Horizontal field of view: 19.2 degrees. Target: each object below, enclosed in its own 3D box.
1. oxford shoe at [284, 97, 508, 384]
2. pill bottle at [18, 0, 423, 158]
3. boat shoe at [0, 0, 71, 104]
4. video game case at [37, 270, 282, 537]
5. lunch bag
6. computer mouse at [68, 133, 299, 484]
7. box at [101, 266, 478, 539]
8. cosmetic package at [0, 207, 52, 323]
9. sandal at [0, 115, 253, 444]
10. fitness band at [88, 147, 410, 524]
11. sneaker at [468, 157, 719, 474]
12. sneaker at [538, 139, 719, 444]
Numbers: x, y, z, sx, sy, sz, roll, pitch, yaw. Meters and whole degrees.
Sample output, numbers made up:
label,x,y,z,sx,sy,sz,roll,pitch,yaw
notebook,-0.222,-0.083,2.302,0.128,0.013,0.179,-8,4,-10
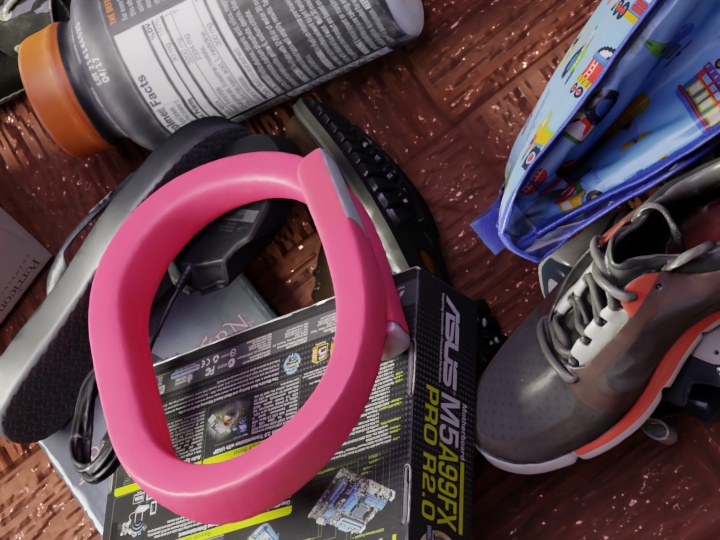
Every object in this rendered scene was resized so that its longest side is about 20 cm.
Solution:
label,x,y,z,sx,sy,sz,roll,pitch,yaw
oxford shoe,0.000,0.000,1.052,0.084,0.073,0.200,-37,60,18
pill bottle,-0.076,-0.129,1.106,0.200,0.106,0.106,-23,65,15
boat shoe,-0.178,-0.140,1.174,0.200,0.071,0.064,-48,60,1
video game case,-0.074,0.094,1.082,0.143,0.019,0.200,-42,63,6
lunch bag,0.123,-0.083,0.961,0.200,0.151,0.094,-43,97,12
computer mouse,-0.082,0.019,1.033,0.059,0.034,0.200,10,63,43
box,-0.037,0.102,0.979,0.200,0.044,0.161,-21,54,37
cosmetic package,-0.264,-0.017,1.097,0.085,0.200,0.108,37,93,30
sandal,-0.131,-0.003,1.086,0.043,0.076,0.200,41,92,30
fitness band,-0.054,0.023,0.961,0.144,0.037,0.200,-32,43,14
sneaker,0.111,0.008,0.913,0.200,0.082,0.077,-42,54,18
sneaker,0.188,0.005,0.963,0.199,0.079,0.130,-31,65,12
